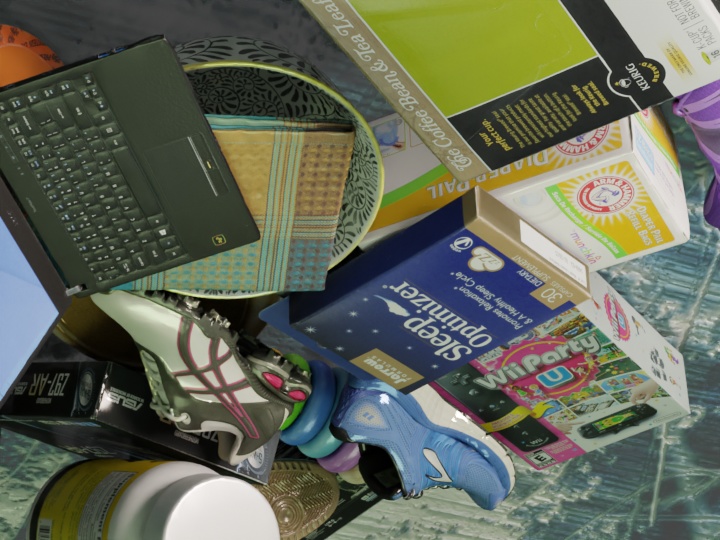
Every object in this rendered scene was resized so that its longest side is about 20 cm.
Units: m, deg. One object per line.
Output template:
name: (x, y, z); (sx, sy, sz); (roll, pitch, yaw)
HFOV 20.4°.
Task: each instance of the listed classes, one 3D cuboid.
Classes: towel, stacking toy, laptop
towel: (-0.110, -0.042, 1.251); (0.198, 0.022, 0.147); (1, 135, -13)
stacking toy: (-0.064, 0.093, 1.559); (0.199, 0.086, 0.085); (27, 135, -26)
laptop: (-0.173, -0.015, 1.174); (0.198, 0.104, 0.178); (-17, 137, 6)

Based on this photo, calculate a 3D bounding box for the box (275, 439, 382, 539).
box: (-0.083, 0.182, 1.698); (0.159, 0.044, 0.200); (23, 136, -29)

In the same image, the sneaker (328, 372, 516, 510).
sneaker: (0.041, 0.138, 1.535); (0.200, 0.090, 0.078); (39, 171, -39)

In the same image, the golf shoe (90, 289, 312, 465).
golf shoe: (-0.120, 0.065, 1.385); (0.200, 0.077, 0.088); (37, 87, -35)

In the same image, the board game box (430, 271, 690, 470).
board game box: (0.141, 0.067, 1.543); (0.147, 0.065, 0.200); (-25, 136, 27)

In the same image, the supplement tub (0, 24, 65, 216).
supplement tub: (-0.276, -0.067, 1.295); (0.122, 0.123, 0.199); (30, 133, -35)

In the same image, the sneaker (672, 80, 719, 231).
sneaker: (0.242, -0.107, 1.328); (0.083, 0.081, 0.201); (8, 137, 13)

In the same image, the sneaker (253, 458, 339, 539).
sneaker: (-0.122, 0.194, 1.618); (0.198, 0.072, 0.112); (-15, -173, -20)

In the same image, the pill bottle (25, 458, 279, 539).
pill bottle: (-0.148, 0.192, 1.431); (0.114, 0.115, 0.199); (25, 163, -31)

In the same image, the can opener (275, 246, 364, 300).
can opener: (0.000, 0.000, 1.422); (0.199, 0.067, 0.053); (4, 149, -36)

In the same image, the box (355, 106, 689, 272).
box: (0.106, -0.058, 1.343); (0.198, 0.102, 0.113); (-18, 141, 20)

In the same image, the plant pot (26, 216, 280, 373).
plant pot: (-0.154, 0.004, 1.435); (0.198, 0.028, 0.201); (2, 130, 3)

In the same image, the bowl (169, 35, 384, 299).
bowl: (-0.086, -0.084, 1.297); (0.199, 0.095, 0.202); (-3, 134, -3)

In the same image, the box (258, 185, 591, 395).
box: (0.040, 0.024, 1.339); (0.199, 0.033, 0.121); (-29, 136, 33)

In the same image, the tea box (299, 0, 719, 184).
tea box: (0.089, -0.183, 1.152); (0.195, 0.135, 0.200); (-21, 139, 22)

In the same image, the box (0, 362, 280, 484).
box: (-0.182, 0.115, 1.523); (0.160, 0.044, 0.199); (26, 163, -35)
